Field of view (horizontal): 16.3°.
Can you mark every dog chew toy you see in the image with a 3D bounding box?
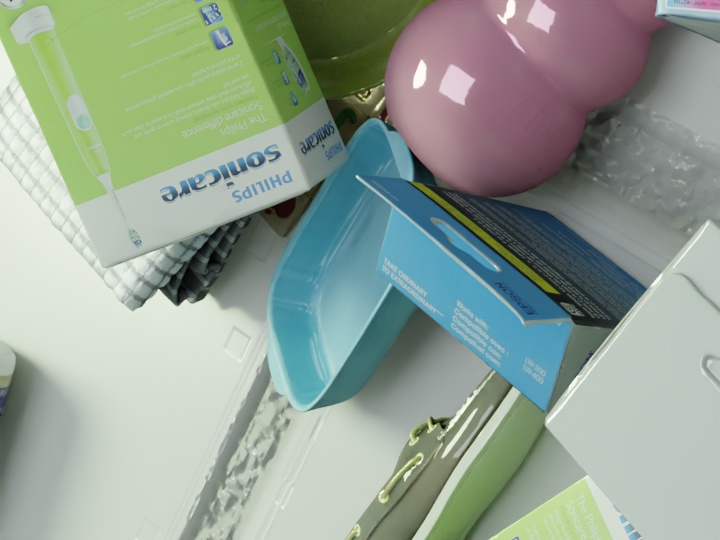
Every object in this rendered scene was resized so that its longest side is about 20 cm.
[{"bbox_3d":[0.111,-0.135,1.460,0.200,0.124,0.125,-40,63,14],"label":"dog chew toy"}]

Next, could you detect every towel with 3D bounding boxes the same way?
[{"bbox_3d":[-0.135,-0.091,1.639,0.200,0.086,0.166,46,105,26],"label":"towel"}]

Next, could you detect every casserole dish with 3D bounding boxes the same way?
[{"bbox_3d":[0.000,0.000,1.528,0.200,0.039,0.121,-58,35,36],"label":"casserole dish"}]

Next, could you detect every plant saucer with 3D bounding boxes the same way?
[{"bbox_3d":[-0.034,-0.203,1.536,0.200,0.031,0.200,2,113,5],"label":"plant saucer"}]

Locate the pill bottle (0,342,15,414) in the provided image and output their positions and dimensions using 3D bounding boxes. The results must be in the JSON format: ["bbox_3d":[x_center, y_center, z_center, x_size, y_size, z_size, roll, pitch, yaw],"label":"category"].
[{"bbox_3d":[-0.316,0.136,1.729,0.111,0.111,0.200,22,97,35],"label":"pill bottle"}]

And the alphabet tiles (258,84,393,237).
[{"bbox_3d":[-0.024,-0.128,1.618,0.166,0.006,0.200,47,111,30],"label":"alphabet tiles"}]

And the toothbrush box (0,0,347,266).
[{"bbox_3d":[-0.118,-0.124,1.492,0.145,0.086,0.200,-21,97,21],"label":"toothbrush box"}]

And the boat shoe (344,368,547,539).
[{"bbox_3d":[0.047,0.124,1.497,0.060,0.072,0.202,40,111,27],"label":"boat shoe"}]

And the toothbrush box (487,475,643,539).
[{"bbox_3d":[0.132,0.209,1.417,0.200,0.086,0.146,-37,64,27],"label":"toothbrush box"}]

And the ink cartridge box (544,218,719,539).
[{"bbox_3d":[0.225,0.079,1.296,0.145,0.200,0.145,-52,59,18],"label":"ink cartridge box"}]

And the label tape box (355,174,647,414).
[{"bbox_3d":[0.087,0.018,1.402,0.143,0.200,0.066,40,109,32],"label":"label tape box"}]

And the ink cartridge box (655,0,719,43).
[{"bbox_3d":[0.233,-0.222,1.368,0.076,0.136,0.200,11,90,30],"label":"ink cartridge box"}]
